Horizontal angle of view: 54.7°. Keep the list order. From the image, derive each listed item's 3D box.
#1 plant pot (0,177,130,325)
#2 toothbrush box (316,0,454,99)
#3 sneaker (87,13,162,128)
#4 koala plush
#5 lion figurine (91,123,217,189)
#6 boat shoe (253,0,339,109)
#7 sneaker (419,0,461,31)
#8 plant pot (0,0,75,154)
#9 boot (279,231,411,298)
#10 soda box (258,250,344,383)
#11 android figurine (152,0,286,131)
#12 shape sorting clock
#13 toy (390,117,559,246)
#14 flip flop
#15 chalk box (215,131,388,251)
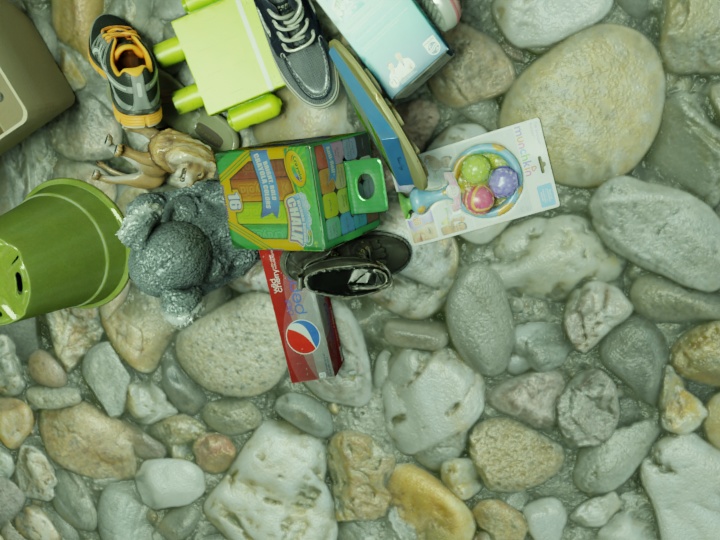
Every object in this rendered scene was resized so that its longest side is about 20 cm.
[{"bbox_3d":[-0.451,-0.014,0.966,0.197,0.190,0.203,3,106,11],"label":"plant pot"},{"bbox_3d":[0.015,-0.303,0.803,0.085,0.146,0.201,-38,94,17],"label":"toothbrush box"},{"bbox_3d":[-0.295,-0.270,0.879,0.201,0.077,0.078,58,153,30],"label":"sneaker"},{"bbox_3d":[-0.233,-0.028,0.907,0.182,0.200,0.180,-19,101,16],"label":"koala plush"},{"bbox_3d":[-0.278,-0.146,0.937,0.121,0.199,0.074,17,79,-33],"label":"lion figurine"},{"bbox_3d":[-0.084,-0.287,0.822,0.074,0.093,0.202,-27,100,4],"label":"boat shoe"},{"bbox_3d":[0.092,-0.360,0.770,0.104,0.075,0.202,-26,58,9],"label":"sneaker"},{"bbox_3d":[-0.503,-0.248,0.916,0.198,0.177,0.202,-27,99,18],"label":"plant pot"},{"bbox_3d":[0.000,0.000,0.850,0.197,0.174,0.070,-8,101,-20],"label":"boot"},{"bbox_3d":[-0.080,0.049,0.968,0.069,0.063,0.203,-9,103,14],"label":"soda box"},{"bbox_3d":[-0.158,-0.278,0.889,0.198,0.041,0.184,-23,100,2],"label":"android figurine"},{"bbox_3d":[0.023,-0.180,0.811,0.039,0.200,0.202,-29,98,3],"label":"shape sorting clock"},{"bbox_3d":[0.142,-0.106,0.883,0.197,0.047,0.117,-14,104,16],"label":"toy"},{"bbox_3d":[-0.254,-0.208,0.936,0.199,0.058,0.082,34,110,1],"label":"flip flop"},{"bbox_3d":[-0.059,-0.098,0.855,0.198,0.123,0.127,1,107,36],"label":"chalk box"}]
